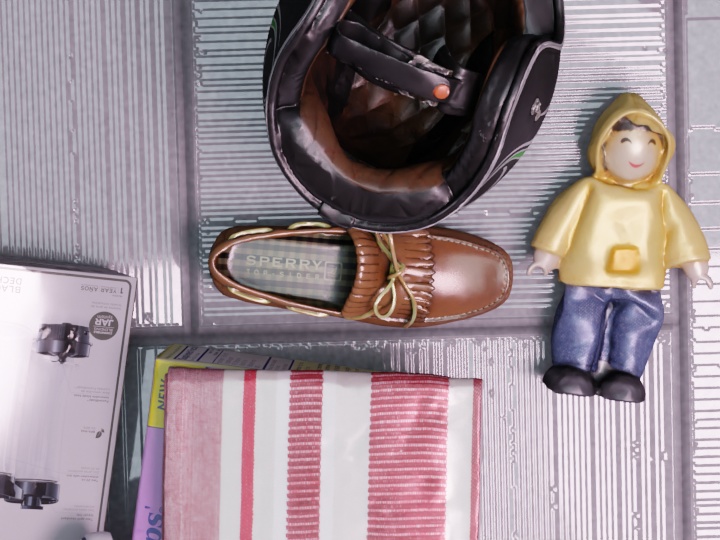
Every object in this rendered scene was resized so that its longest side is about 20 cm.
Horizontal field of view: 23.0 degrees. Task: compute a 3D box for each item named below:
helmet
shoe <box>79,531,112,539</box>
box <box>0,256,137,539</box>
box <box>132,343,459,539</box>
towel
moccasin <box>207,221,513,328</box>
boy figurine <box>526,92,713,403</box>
[{"bbox_3d":[0.033,-0.133,1.099,0.199,0.191,0.201,7,122,11],"label":"helmet"},{"bbox_3d":[-0.206,0.253,1.139,0.090,0.072,0.201,-1,125,-18],"label":"shoe"},{"bbox_3d":[-0.220,0.094,1.155,0.116,0.060,0.201,5,94,-27],"label":"box"},{"bbox_3d":[-0.044,0.151,1.159,0.199,0.097,0.177,8,93,1],"label":"box"},{"bbox_3d":[-0.024,0.134,1.101,0.199,0.023,0.145,2,91,-1],"label":"towel"},{"bbox_3d":[0.000,-0.002,1.160,0.200,0.078,0.074,10,93,0],"label":"moccasin"},{"bbox_3d":[0.175,-0.016,1.166,0.124,0.064,0.201,10,96,3],"label":"boy figurine"}]
